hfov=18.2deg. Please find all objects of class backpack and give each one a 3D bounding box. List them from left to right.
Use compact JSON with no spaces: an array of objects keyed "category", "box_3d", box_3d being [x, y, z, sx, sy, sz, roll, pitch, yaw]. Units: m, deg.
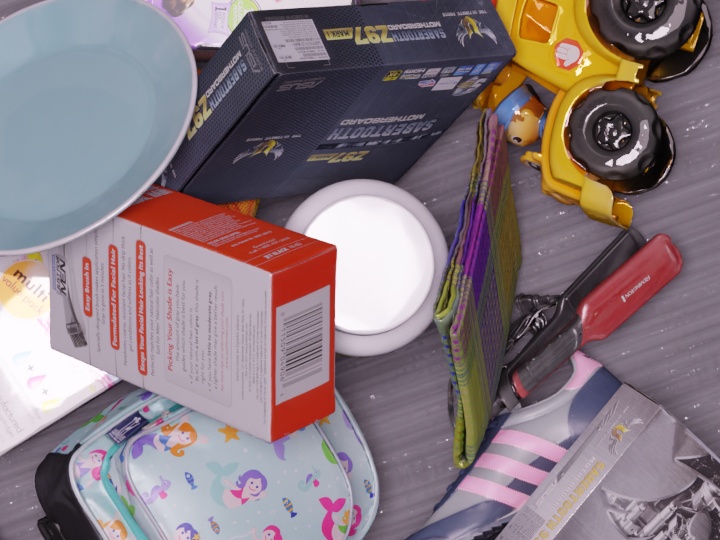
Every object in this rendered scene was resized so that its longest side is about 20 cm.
[{"category":"backpack","box_3d":[-0.087,0.143,1.461,0.200,0.150,0.178,-33,96,-33]}]

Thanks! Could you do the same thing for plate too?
[{"category":"plate","box_3d":[-0.190,-0.088,1.400,0.199,0.026,0.201,-11,53,15]}]

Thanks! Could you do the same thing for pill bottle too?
[{"category":"pill bottle","box_3d":[0.000,0.000,1.453,0.112,0.200,0.113,0,88,-1]}]

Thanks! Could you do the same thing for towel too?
[{"category":"towel","box_3d":[0.076,0.010,1.448,0.023,0.144,0.201,3,47,13]}]

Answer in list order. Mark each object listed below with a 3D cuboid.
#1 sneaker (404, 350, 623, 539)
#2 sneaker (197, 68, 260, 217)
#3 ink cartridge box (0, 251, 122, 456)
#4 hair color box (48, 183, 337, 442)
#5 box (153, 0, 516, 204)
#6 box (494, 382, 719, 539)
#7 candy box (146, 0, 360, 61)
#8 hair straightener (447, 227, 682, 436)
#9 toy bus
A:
[{"category":"sneaker","box_3d":[0.096,0.132,1.525,0.200,0.070,0.082,-33,74,-7]},{"category":"sneaker","box_3d":[-0.090,-0.048,1.491,0.077,0.073,0.201,-2,68,-12]},{"category":"ink cartridge box","box_3d":[-0.189,0.025,1.512,0.200,0.068,0.115,-32,91,-3]},{"category":"hair color box","box_3d":[-0.106,0.018,1.379,0.199,0.064,0.111,19,118,37]},{"category":"box","box_3d":[-0.021,-0.106,1.435,0.199,0.158,0.051,-8,65,-39]},{"category":"box","box_3d":[0.169,0.198,1.490,0.200,0.048,0.158,-50,123,-4]},{"category":"candy box","box_3d":[-0.099,-0.228,1.522,0.199,0.072,0.169,0,88,-1]},{"category":"hair straightener","box_3d":[0.128,0.044,1.524,0.200,0.077,0.041,-46,118,-15]},{"category":"toy bus","box_3d":[0.128,-0.145,1.506,0.191,0.136,0.201,16,90,12]}]
